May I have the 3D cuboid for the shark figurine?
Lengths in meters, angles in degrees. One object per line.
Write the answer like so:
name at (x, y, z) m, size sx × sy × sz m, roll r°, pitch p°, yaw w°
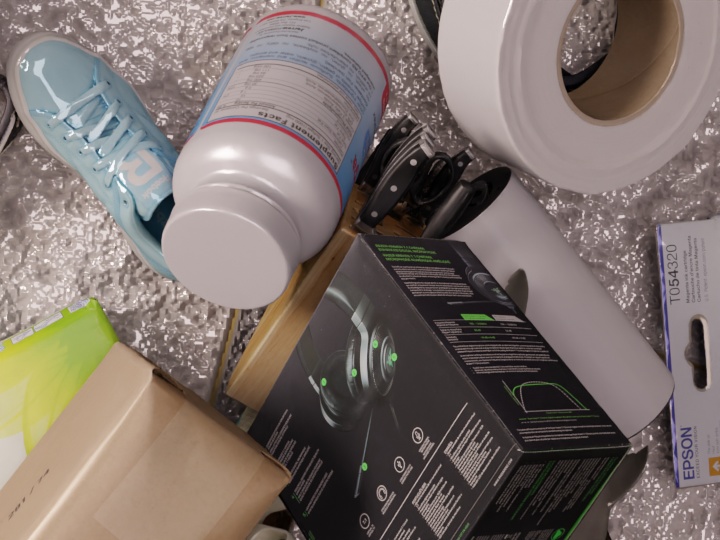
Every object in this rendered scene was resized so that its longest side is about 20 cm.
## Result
shark figurine at (0.142, 0.113, 1.041) m, size 0.128 × 0.089 × 0.215 m, roll 13°, pitch 57°, yaw -48°

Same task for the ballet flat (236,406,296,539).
ballet flat at (-0.061, 0.166, 1.042) m, size 0.067 × 0.062 × 0.200 m, roll 45°, pitch 44°, yaw -35°

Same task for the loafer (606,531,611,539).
loafer at (0.154, 0.214, 1.133) m, size 0.071 × 0.073 × 0.200 m, roll -2°, pitch 94°, yaw -23°

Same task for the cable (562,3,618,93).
cable at (0.148, -0.202, 1.096) m, size 0.163 × 0.051 × 0.200 m, roll -31°, pitch 119°, yaw -13°

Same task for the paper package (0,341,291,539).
paper package at (-0.155, 0.154, 0.933) m, size 0.103 × 0.191 × 0.200 m, roll 39°, pitch 83°, yaw -15°

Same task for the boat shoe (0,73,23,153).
boat shoe at (-0.294, -0.049, 1.037) m, size 0.074 × 0.060 × 0.200 m, roll 44°, pitch 82°, yaw -8°

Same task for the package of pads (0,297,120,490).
package of pads at (-0.200, 0.139, 1.056) m, size 0.154 × 0.068 × 0.200 m, roll -28°, pitch 96°, yaw -11°

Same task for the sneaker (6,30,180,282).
sneaker at (-0.148, -0.073, 1.032) m, size 0.074 × 0.082 × 0.200 m, roll -46°, pitch 117°, yaw -15°

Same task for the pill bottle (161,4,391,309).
pill bottle at (-0.055, -0.073, 1.015) m, size 0.109 × 0.109 × 0.200 m, roll 31°, pitch 46°, yaw -10°

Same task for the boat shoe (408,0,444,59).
boat shoe at (0.068, -0.239, 1.108) m, size 0.076 × 0.060 × 0.200 m, roll -13°, pitch 94°, yaw -13°

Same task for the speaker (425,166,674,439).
speaker at (0.130, 0.025, 1.100) m, size 0.081 × 0.081 × 0.200 m, roll -42°, pitch 107°, yaw -8°

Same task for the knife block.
knife block at (0.000, 0.000, 1.032) m, size 0.064 × 0.176 × 0.200 m, roll 31°, pitch 71°, yaw -9°

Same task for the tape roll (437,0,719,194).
tape roll at (0.151, -0.156, 1.048) m, size 0.202 × 0.071 × 0.203 m, roll -13°, pitch 116°, yaw -28°

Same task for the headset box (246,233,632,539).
headset box at (0.034, 0.098, 0.952) m, size 0.093 × 0.200 × 0.174 m, roll 3°, pitch 127°, yaw -40°

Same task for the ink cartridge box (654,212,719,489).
ink cartridge box at (0.312, 0.052, 1.171) m, size 0.200 × 0.043 × 0.197 m, roll -5°, pitch 93°, yaw -9°
